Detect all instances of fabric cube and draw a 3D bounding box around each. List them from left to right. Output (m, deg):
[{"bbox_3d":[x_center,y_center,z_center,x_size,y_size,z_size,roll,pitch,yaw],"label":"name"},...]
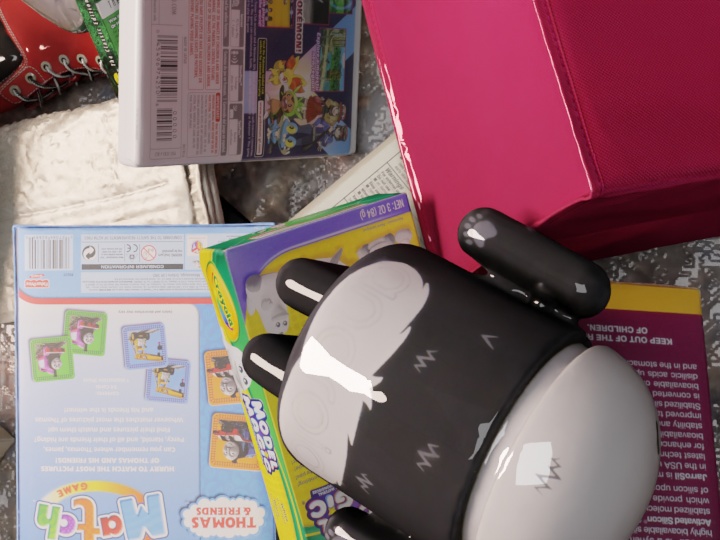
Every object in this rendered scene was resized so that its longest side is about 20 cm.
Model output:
[{"bbox_3d":[0.139,-0.118,0.661,0.198,0.200,0.197,-10,80,-20],"label":"fabric cube"}]

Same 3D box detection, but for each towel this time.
[{"bbox_3d":[-0.181,-0.040,0.802,0.199,0.034,0.133,-9,90,19],"label":"towel"}]

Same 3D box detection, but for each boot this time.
[{"bbox_3d":[-0.172,-0.135,0.834,0.200,0.072,0.144,43,96,19],"label":"boot"}]

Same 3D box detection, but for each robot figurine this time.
[{"bbox_3d":[0.043,0.064,0.583,0.199,0.125,0.151,28,137,26],"label":"robot figurine"}]

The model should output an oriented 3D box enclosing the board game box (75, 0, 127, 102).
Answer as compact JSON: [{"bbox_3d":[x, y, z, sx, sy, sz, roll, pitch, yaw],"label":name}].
[{"bbox_3d":[-0.083,-0.182,0.752,0.023,0.200,0.105,15,134,40],"label":"board game box"}]

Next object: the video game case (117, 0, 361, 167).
[{"bbox_3d":[-0.067,-0.166,0.743,0.023,0.182,0.201,12,104,42],"label":"video game case"}]

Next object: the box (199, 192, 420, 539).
[{"bbox_3d":[-0.006,0.068,0.690,0.117,0.048,0.201,-19,100,-25],"label":"box"}]

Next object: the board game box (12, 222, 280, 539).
[{"bbox_3d":[-0.121,0.074,0.712,0.150,0.037,0.201,0,90,1],"label":"board game box"}]

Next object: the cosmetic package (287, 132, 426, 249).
[{"bbox_3d":[0.000,0.000,0.767,0.200,0.073,0.104,-39,89,-2],"label":"cosmetic package"}]

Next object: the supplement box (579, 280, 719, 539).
[{"bbox_3d":[0.129,0.121,0.684,0.103,0.131,0.201,4,64,-4],"label":"supplement box"}]

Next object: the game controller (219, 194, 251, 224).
[{"bbox_3d":[-0.135,-0.017,0.832,0.200,0.042,0.104,41,95,10],"label":"game controller"}]

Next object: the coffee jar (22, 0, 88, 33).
[{"bbox_3d":[-0.135,-0.238,0.777,0.104,0.086,0.200,36,56,16],"label":"coffee jar"}]

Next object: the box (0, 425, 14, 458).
[{"bbox_3d":[-0.357,0.095,0.829,0.200,0.128,0.109,39,94,10],"label":"box"}]
